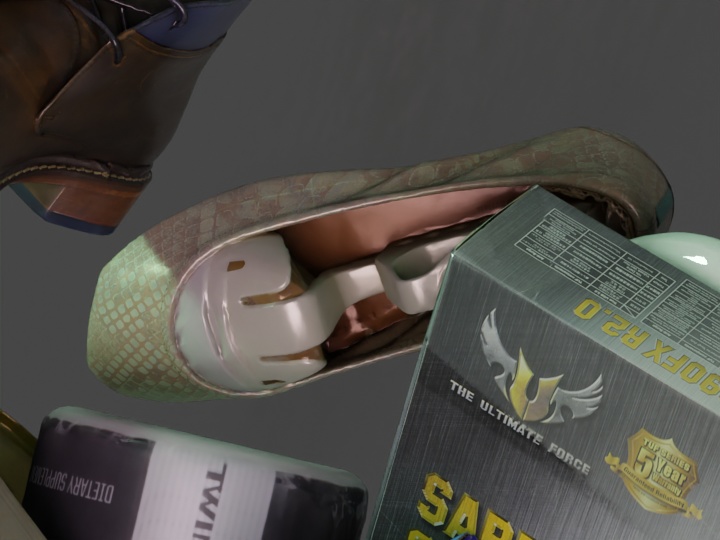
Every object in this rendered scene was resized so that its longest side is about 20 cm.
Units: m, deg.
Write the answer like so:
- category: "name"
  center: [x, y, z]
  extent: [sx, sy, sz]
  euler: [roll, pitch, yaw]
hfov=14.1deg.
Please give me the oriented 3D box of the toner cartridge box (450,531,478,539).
- category: "toner cartridge box"
  center: [0.036, 0.184, 0.808]
  extent: [0.095, 0.043, 0.201]
  euler: [-30, 87, 18]

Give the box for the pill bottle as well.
- category: "pill bottle"
  center: [-0.069, 0.151, 0.901]
  extent: [0.106, 0.106, 0.201]
  euler: [13, 86, 0]

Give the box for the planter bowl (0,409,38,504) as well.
- category: "planter bowl"
  center: [-0.180, 0.135, 0.959]
  extent: [0.199, 0.084, 0.202]
  euler: [1, 109, 4]

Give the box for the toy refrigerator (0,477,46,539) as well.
- category: "toy refrigerator"
  center: [-0.175, 0.142, 0.856]
  extent: [0.200, 0.076, 0.070]
  euler: [-43, 79, 25]

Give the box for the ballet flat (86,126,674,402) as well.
- category: "ballet flat"
  center: [0.000, 0.000, 0.910]
  extent: [0.199, 0.062, 0.068]
  euler: [-18, 106, 11]

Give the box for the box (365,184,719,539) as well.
- category: "box"
  center: [0.099, 0.093, 0.809]
  extent: [0.199, 0.048, 0.159]
  euler: [32, 132, 19]

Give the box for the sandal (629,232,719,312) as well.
- category: "sandal"
  center: [0.088, 0.037, 0.881]
  extent: [0.083, 0.050, 0.203]
  euler: [50, 150, 7]

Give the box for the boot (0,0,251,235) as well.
- category: "boot"
  center: [-0.098, -0.071, 0.836]
  extent: [0.075, 0.200, 0.097]
  euler: [42, 101, 17]
